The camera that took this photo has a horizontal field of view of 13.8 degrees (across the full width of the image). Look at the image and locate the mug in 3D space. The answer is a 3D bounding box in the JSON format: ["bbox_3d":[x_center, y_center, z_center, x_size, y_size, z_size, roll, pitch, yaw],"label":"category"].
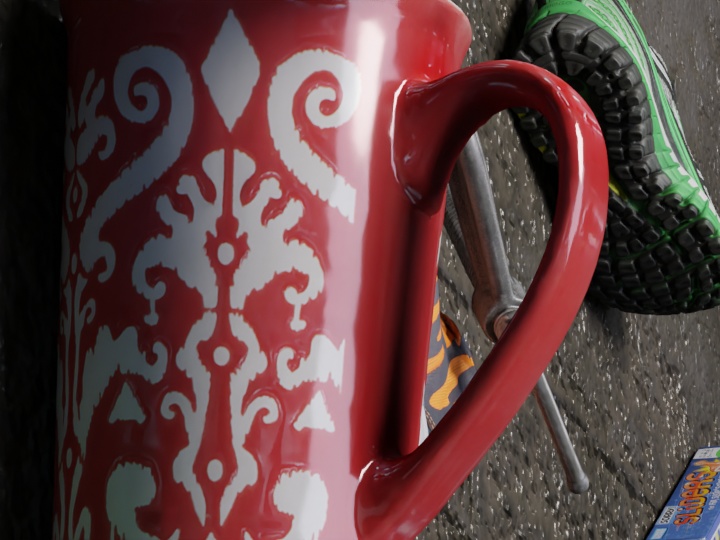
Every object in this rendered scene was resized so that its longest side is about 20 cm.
[{"bbox_3d":[-0.025,0.013,0.912,0.133,0.177,0.201,12,75,-32],"label":"mug"}]

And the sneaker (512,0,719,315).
[{"bbox_3d":[0.133,-0.059,1.431,0.085,0.078,0.201,-72,148,-46],"label":"sneaker"}]

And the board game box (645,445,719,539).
[{"bbox_3d":[0.198,0.209,1.581,0.135,0.034,0.201,-43,125,-64],"label":"board game box"}]

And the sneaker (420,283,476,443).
[{"bbox_3d":[0.000,0.000,1.108,0.112,0.077,0.201,18,73,-76],"label":"sneaker"}]

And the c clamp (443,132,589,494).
[{"bbox_3d":[0.034,-0.033,1.160,0.200,0.027,0.171,-112,-177,-53],"label":"c clamp"}]
